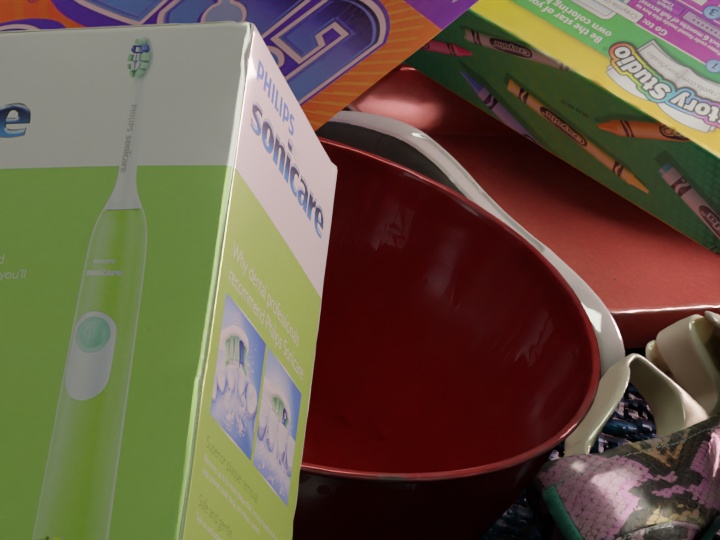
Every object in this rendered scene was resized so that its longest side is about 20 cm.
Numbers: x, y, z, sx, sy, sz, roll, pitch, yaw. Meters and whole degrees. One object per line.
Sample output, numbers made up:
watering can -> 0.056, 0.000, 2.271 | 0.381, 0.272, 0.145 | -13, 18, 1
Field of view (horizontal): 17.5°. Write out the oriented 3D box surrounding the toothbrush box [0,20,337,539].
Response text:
toothbrush box -> -0.095, 0.045, 0.595 | 0.145, 0.086, 0.201 | -2, 66, 16

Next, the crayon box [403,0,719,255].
crayon box -> 0.112, -0.106, 0.999 | 0.200, 0.058, 0.119 | 34, 60, 25

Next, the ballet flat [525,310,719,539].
ballet flat -> 0.119, 0.057, 0.834 | 0.071, 0.069, 0.200 | 55, 35, 6

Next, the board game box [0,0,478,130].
board game box -> -0.112, -0.143, 0.816 | 0.200, 0.200, 0.200 | 59, 15, 25

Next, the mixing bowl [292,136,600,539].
mixing bowl -> -0.033, 0.046, 0.749 | 0.199, 0.109, 0.200 | 12, 30, -7

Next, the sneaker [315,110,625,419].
sneaker -> 0.000, 0.000, 0.888 | 0.099, 0.071, 0.200 | -14, 38, -36

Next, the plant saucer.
plant saucer -> 0.096, -0.025, 0.997 | 0.199, 0.037, 0.200 | -2, 33, -44
